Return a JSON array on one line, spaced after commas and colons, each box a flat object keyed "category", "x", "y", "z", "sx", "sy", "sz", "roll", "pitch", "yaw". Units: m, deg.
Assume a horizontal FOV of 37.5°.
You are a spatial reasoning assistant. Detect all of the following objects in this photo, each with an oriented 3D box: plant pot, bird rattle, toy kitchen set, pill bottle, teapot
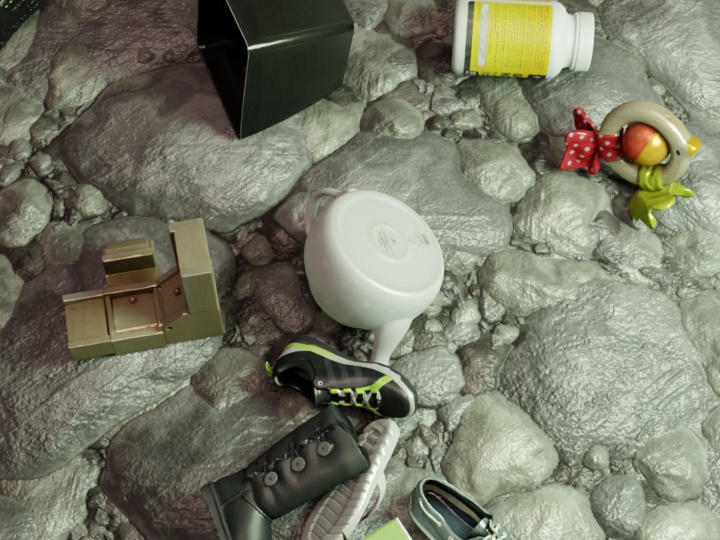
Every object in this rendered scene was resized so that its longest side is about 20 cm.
[{"category": "plant pot", "x": -0.120, "y": -0.339, "z": 1.535, "sx": 0.177, "sy": 0.200, "sz": 0.200, "roll": -15, "pitch": 62, "yaw": -20}, {"category": "bird rattle", "x": 0.377, "y": -0.168, "z": 1.447, "sx": 0.113, "sy": 0.163, "sz": 0.200, "roll": -35, "pitch": 75, "yaw": -34}, {"category": "toy kitchen set", "x": -0.293, "y": -0.007, "z": 1.368, "sx": 0.200, "sy": 0.181, "sz": 0.163, "roll": -10, "pitch": 62, "yaw": -8}, {"category": "pill bottle", "x": 0.236, "y": -0.340, "z": 1.556, "sx": 0.200, "sy": 0.112, "sz": 0.113, "roll": 4, "pitch": 63, "yaw": 4}, {"category": "teapot", "x": 0.000, "y": 0.000, "z": 1.382, "sx": 0.197, "sy": 0.146, "sz": 0.200, "roll": 32, "pitch": 44, "yaw": -10}]

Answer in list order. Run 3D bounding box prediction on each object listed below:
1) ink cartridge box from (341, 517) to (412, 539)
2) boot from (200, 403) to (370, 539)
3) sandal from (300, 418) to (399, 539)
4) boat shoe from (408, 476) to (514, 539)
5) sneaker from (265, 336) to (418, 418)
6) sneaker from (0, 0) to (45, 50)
[{"category": "ink cartridge box", "x": 0.050, "y": 0.350, "z": 1.164, "sx": 0.076, "sy": 0.200, "sz": 0.148, "roll": -29, "pitch": 66, "yaw": -12}, {"category": "boot", "x": -0.074, "y": 0.275, "z": 1.262, "sx": 0.200, "sy": 0.066, "sz": 0.165, "roll": -29, "pitch": 61, "yaw": -3}, {"category": "sandal", "x": 0.000, "y": 0.273, "z": 1.287, "sx": 0.050, "sy": 0.082, "sz": 0.203, "roll": 44, "pitch": 65, "yaw": -25}, {"category": "boat shoe", "x": 0.137, "y": 0.317, "z": 1.245, "sx": 0.200, "sy": 0.062, "sz": 0.073, "roll": 38, "pitch": 59, "yaw": 25}, {"category": "sneaker", "x": -0.027, "y": 0.152, "z": 1.332, "sx": 0.200, "sy": 0.072, "sz": 0.083, "roll": 18, "pitch": 40, "yaw": 22}, {"category": "sneaker", "x": -0.584, "y": -0.393, "z": 1.647, "sx": 0.087, "sy": 0.076, "sz": 0.200, "roll": 27, "pitch": 63, "yaw": 30}]
